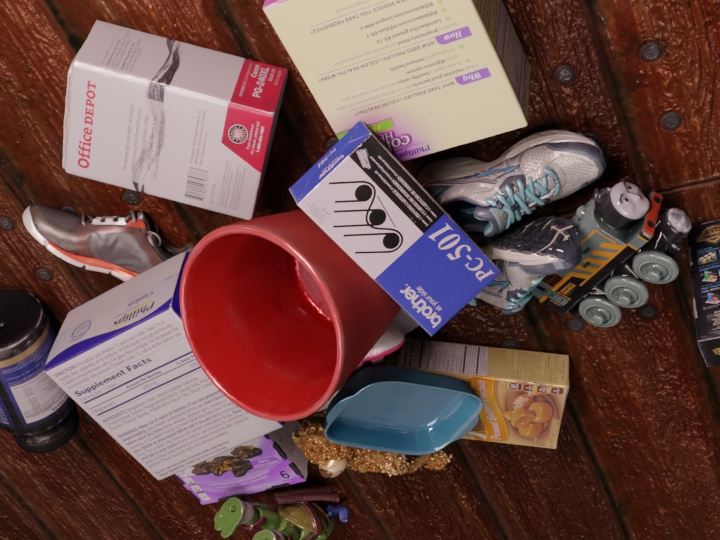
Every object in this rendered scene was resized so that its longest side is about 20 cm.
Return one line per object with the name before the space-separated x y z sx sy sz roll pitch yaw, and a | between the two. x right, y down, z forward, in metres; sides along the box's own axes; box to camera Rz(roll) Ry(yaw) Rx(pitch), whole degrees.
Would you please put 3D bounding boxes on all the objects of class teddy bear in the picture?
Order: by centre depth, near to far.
teddy bear | 0.014 0.222 1.547 0.144 0.067 0.199 17 -174 39

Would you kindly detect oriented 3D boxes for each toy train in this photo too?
toy train | 0.250 -0.016 1.304 0.114 0.086 0.200 28 145 -8

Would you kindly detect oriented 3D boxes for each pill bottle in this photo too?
pill bottle | -0.413 0.129 1.558 0.111 0.112 0.201 0 134 10

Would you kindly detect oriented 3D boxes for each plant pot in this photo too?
plant pot | -0.055 0.026 1.285 0.199 0.177 0.202 13 115 28

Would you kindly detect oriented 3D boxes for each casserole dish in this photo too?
casserole dish | 0.046 0.154 1.433 0.199 0.039 0.121 13 132 -34

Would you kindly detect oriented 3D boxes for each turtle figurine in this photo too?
turtle figurine | -0.121 0.371 1.687 0.199 0.145 0.194 -24 158 20

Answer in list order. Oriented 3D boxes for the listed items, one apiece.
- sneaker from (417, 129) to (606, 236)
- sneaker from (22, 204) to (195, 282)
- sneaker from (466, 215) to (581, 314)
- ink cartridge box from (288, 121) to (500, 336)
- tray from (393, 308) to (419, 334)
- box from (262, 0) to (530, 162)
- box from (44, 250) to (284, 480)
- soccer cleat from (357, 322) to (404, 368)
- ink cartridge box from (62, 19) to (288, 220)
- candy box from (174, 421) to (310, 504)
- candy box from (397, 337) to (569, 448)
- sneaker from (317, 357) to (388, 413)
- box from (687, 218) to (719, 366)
sneaker | 0.149 -0.073 1.266 0.199 0.087 0.078 -15 128 22
sneaker | -0.272 -0.041 1.414 0.199 0.077 0.082 24 108 -15
sneaker | 0.162 -0.002 1.301 0.200 0.077 0.087 -1 116 59
ink cartridge box | 0.035 -0.037 1.199 0.094 0.044 0.200 -43 117 6
tray | 0.000 0.000 1.421 0.107 0.022 0.200 -31 122 34
box | 0.039 -0.211 1.158 0.175 0.097 0.200 -15 129 23
box | -0.206 0.107 1.397 0.183 0.105 0.200 -25 122 24
soccer cleat | -0.043 0.060 1.423 0.199 0.070 0.087 -3 112 38
ink cartridge box | -0.186 -0.149 1.267 0.199 0.084 0.146 15 135 -3
candy box | -0.182 0.198 1.610 0.167 0.072 0.200 -17 129 25
candy box | 0.142 0.146 1.512 0.199 0.055 0.116 5 133 5
sneaker | -0.037 0.122 1.523 0.199 0.074 0.085 -15 90 41
box | 0.426 0.003 1.249 0.199 0.160 0.046 -15 132 23
